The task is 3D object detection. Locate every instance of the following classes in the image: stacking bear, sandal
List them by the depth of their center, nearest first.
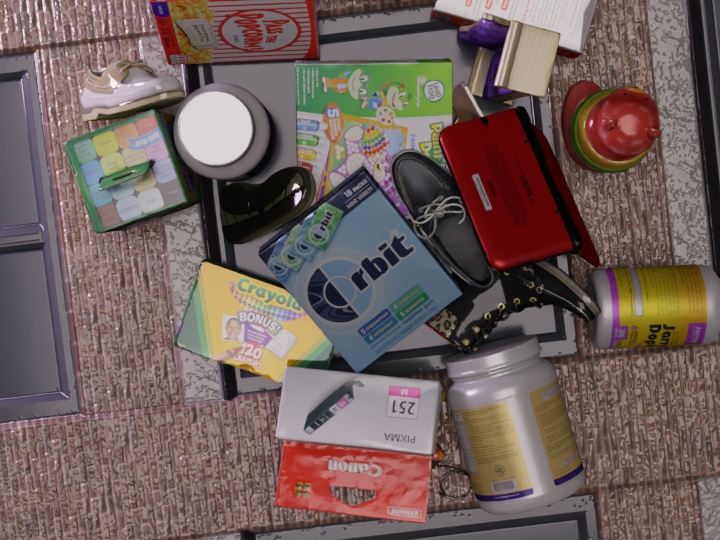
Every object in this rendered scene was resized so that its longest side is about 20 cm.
[{"bbox_3d":[0.319,-0.179,1.677,0.121,0.200,0.114,18,92,-1],"label":"stacking bear"},{"bbox_3d":[-0.114,-0.079,1.706,0.057,0.201,0.080,1,81,-42],"label":"sandal"}]

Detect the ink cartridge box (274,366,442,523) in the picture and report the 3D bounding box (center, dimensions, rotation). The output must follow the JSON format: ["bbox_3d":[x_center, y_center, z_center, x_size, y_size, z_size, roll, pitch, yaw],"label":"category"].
[{"bbox_3d":[-0.006,0.216,1.684,0.199,0.044,0.174,5,78,9],"label":"ink cartridge box"}]

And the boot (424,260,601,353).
[{"bbox_3d":[0.188,0.051,1.712,0.203,0.073,0.154,34,83,32],"label":"boot"}]

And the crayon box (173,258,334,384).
[{"bbox_3d":[-0.129,0.073,1.760,0.200,0.058,0.119,19,93,-1],"label":"crayon box"}]

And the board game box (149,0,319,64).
[{"bbox_3d":[-0.154,-0.319,1.695,0.199,0.152,0.046,-3,69,1],"label":"board game box"}]

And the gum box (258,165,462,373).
[{"bbox_3d":[0.000,0.000,1.688,0.170,0.045,0.200,-38,103,9],"label":"gum box"}]

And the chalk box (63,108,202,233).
[{"bbox_3d":[-0.283,-0.123,1.681,0.125,0.200,0.124,-19,92,1],"label":"chalk box"}]

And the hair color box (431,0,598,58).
[{"bbox_3d":[0.201,-0.350,1.740,0.200,0.061,0.102,17,92,-2],"label":"hair color box"}]

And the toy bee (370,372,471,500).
[{"bbox_3d":[0.076,0.213,1.742,0.200,0.109,0.131,27,90,-1],"label":"toy bee"}]

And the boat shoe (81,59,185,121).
[{"bbox_3d":[-0.293,-0.230,1.689,0.075,0.200,0.069,-10,95,-42],"label":"boat shoe"}]

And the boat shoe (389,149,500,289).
[{"bbox_3d":[0.103,-0.061,1.661,0.075,0.062,0.200,-30,96,11],"label":"boat shoe"}]

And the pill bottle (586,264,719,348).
[{"bbox_3d":[0.396,0.046,1.735,0.199,0.104,0.105,-3,92,1],"label":"pill bottle"}]

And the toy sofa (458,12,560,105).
[{"bbox_3d":[0.173,-0.259,1.676,0.097,0.200,0.083,14,93,-7],"label":"toy sofa"}]

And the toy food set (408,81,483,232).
[{"bbox_3d":[0.082,-0.133,1.746,0.200,0.060,0.144,-30,92,5],"label":"toy food set"}]

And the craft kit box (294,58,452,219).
[{"bbox_3d":[0.017,-0.163,1.692,0.197,0.049,0.201,-2,104,-4],"label":"craft kit box"}]

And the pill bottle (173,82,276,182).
[{"bbox_3d":[-0.169,-0.171,1.679,0.119,0.200,0.120,0,92,0],"label":"pill bottle"}]

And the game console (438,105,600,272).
[{"bbox_3d":[0.199,-0.088,1.680,0.172,0.119,0.200,-16,70,-11],"label":"game console"}]

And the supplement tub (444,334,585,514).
[{"bbox_3d":[0.193,0.195,1.722,0.145,0.145,0.200,-16,92,1],"label":"supplement tub"}]
